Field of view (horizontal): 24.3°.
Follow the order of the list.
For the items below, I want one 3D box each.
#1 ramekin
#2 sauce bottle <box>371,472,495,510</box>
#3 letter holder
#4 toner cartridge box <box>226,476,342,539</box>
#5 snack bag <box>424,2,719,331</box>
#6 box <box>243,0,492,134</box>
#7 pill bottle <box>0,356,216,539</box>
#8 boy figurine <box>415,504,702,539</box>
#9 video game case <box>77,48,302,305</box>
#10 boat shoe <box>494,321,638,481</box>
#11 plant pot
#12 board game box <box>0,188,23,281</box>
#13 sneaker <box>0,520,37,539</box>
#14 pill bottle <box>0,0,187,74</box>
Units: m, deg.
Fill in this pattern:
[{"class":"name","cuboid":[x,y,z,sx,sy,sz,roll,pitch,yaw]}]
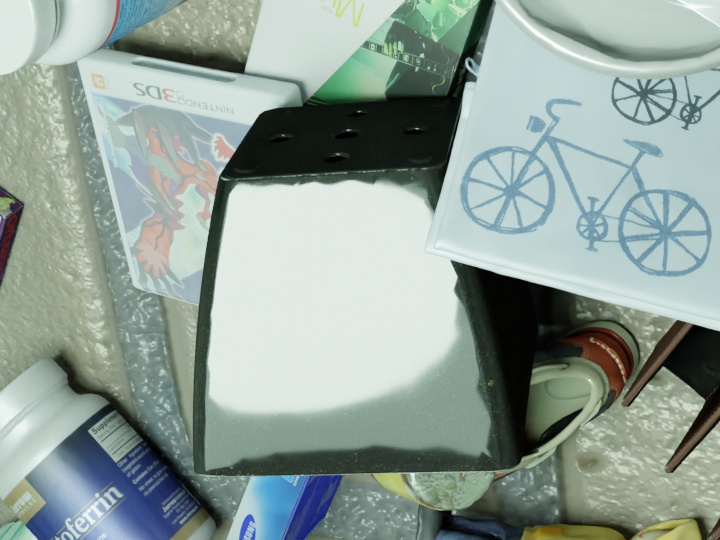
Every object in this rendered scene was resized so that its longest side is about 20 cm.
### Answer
[{"class":"ramekin","cuboid":[0.154,-0.195,0.879,0.200,0.094,0.205,0,87,8]},{"class":"sauce bottle","cuboid":[0.035,0.122,1.126,0.065,0.064,0.200,56,167,-6]},{"class":"letter holder","cuboid":[0.238,0.045,0.971,0.100,0.142,0.201,38,129,8]},{"class":"toner cartridge box","cuboid":[-0.037,0.129,1.218,0.043,0.095,0.201,32,127,14]},{"class":"snack bag","cuboid":[0.146,-0.082,0.929,0.186,0.202,0.021,13,168,2]},{"class":"box","cuboid":[0.005,-0.160,1.075,0.143,0.036,0.201,29,129,15]},{"class":"pill bottle","cuboid":[-0.220,0.173,1.343,0.200,0.116,0.116,47,129,1]},{"class":"boy figurine","cuboid":[0.136,0.192,1.137,0.197,0.124,0.065,4,91,16]},{"class":"video game case","cuboid":[-0.107,-0.054,1.184,0.181,0.023,0.202,14,131,30]},{"class":"boat shoe","cuboid":[0.106,0.102,1.136,0.071,0.063,0.200,49,131,-3]},{"class":"plant pot","cuboid":[0.000,0.000,1.029,0.197,0.200,0.179,-3,113,11]},{"class":"board game box","cuboid":[-0.352,-0.008,1.384,0.119,0.032,0.201,33,128,9]},{"class":"sneaker","cuboid":[-0.332,0.244,1.472,0.118,0.074,0.201,37,131,1]},{"class":"pill bottle","cuboid":[-0.179,-0.197,1.063,0.108,0.200,0.110,14,122,24]}]
